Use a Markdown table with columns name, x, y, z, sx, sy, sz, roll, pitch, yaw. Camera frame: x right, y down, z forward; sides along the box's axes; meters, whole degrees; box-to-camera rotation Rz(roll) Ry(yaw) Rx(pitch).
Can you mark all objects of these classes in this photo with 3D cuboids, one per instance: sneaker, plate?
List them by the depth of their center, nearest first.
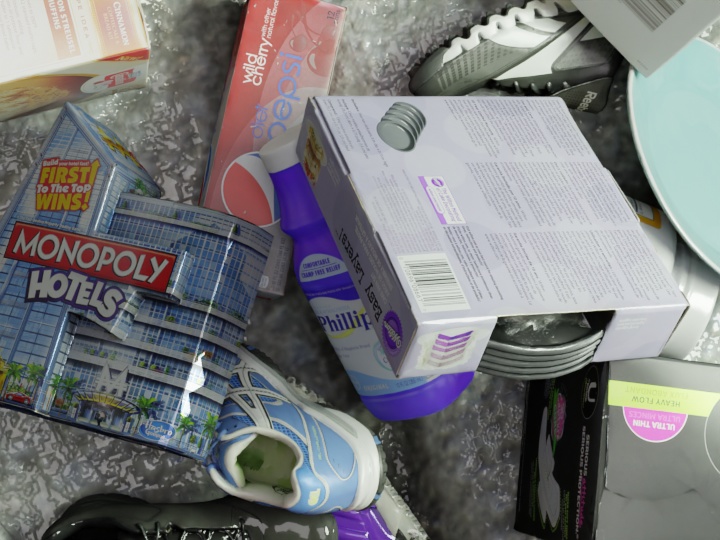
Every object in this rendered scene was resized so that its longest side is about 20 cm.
| name | x | y | z | sx | sy | sz | roll | pitch | yaw |
| --- | --- | --- | --- | --- | --- | --- | --- | --- | --- |
| sneaker | -0.078 | 0.098 | 1.060 | 0.199 | 0.077 | 0.077 | 21 | 107 | 33 |
| sneaker | -0.113 | 0.181 | 1.062 | 0.197 | 0.091 | 0.077 | -6 | 88 | 10 |
| sneaker | -0.023 | 0.167 | 1.109 | 0.099 | 0.070 | 0.201 | -36 | 90 | -3 |
| plate | 0.245 | -0.071 | 1.139 | 0.199 | 0.025 | 0.202 | 23 | 53 | -34 |
| sneaker | 0.132 | -0.145 | 1.151 | 0.198 | 0.066 | 0.091 | -23 | 88 | -11 |

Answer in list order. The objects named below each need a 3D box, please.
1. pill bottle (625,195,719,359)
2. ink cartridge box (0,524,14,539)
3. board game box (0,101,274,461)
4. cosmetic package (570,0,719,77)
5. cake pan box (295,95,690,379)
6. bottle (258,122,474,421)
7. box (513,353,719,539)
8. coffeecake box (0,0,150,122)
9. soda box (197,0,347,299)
| name | x | y | z | sx | sy | sz | roll | pitch | yaw |
| --- | --- | --- | --- | --- | --- | --- | --- | --- | --- |
| pill bottle | 0.139 | -0.009 | 1.122 | 0.198 | 0.109 | 0.110 | 22 | 84 | -6 |
| ink cartridge box | -0.309 | 0.170 | 1.068 | 0.116 | 0.067 | 0.200 | -41 | 93 | -8 |
| board game box | -0.164 | 0.000 | 1.061 | 0.198 | 0.062 | 0.202 | 10 | 78 | 28 |
| cosmetic package | 0.238 | -0.232 | 1.113 | 0.085 | 0.108 | 0.200 | 44 | 52 | -3 |
| cake pan box | 0.076 | -0.025 | 0.983 | 0.182 | 0.053 | 0.201 | -5 | 48 | -25 |
| bottle | 0.000 | 0.000 | 1.072 | 0.065 | 0.083 | 0.201 | -42 | 111 | -42 |
| box | 0.195 | 0.123 | 1.076 | 0.147 | 0.200 | 0.126 | 6 | 86 | -7 |
| coffeecake box | -0.238 | -0.138 | 1.053 | 0.198 | 0.153 | 0.074 | -15 | 89 | -8 |
| soda box | -0.066 | -0.085 | 1.120 | 0.069 | 0.063 | 0.202 | 13 | 84 | -8 |
